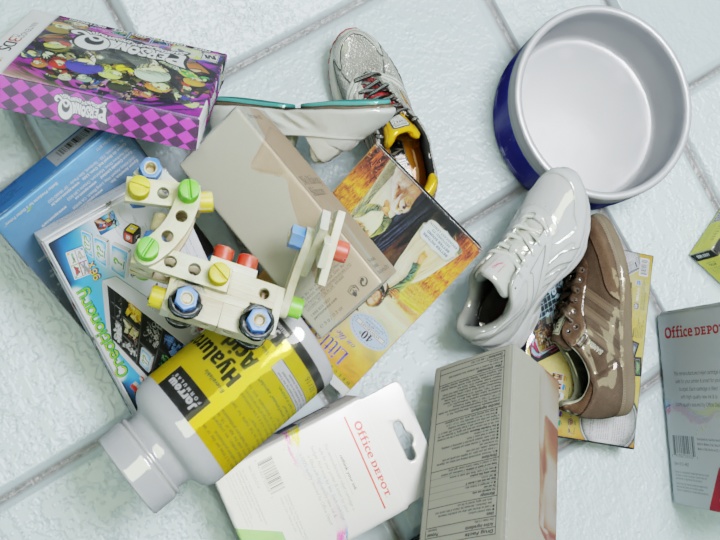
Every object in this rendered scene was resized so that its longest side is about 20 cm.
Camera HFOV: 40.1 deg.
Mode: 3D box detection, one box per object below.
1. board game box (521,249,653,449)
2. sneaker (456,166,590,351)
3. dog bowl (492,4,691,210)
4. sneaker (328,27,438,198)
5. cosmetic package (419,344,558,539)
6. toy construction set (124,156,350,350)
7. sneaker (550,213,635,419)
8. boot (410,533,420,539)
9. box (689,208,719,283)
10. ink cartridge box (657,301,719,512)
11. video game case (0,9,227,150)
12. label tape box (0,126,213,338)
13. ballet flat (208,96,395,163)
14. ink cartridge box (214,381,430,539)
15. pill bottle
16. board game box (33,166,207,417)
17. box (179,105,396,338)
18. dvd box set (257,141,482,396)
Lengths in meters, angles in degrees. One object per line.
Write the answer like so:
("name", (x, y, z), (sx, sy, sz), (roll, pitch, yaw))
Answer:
("board game box", (0.230, 0.074, 1.032), (0.132, 0.035, 0.205), (11, 81, -11))
("sneaker", (0.157, -0.008, 0.960), (0.077, 0.099, 0.203), (29, 101, 31))
("dog bowl", (0.242, -0.168, 1.042), (0.195, 0.079, 0.205), (1, 83, -11))
("sneaker", (0.031, -0.153, 0.994), (0.077, 0.082, 0.203), (-25, 88, -13))
("cosmetic package", (0.122, 0.186, 0.915), (0.087, 0.102, 0.203), (36, 49, -35))
("toy construction set", (-0.109, -0.013, 0.820), (0.196, 0.092, 0.134), (13, 71, 3))
("sneaker", (0.225, 0.045, 0.982), (0.074, 0.070, 0.205), (-5, 83, -7))
("boot", (0.095, 0.342, 0.916), (0.163, 0.066, 0.201), (-26, 67, -30))
("box", (0.461, 0.018, 1.080), (0.199, 0.050, 0.076), (40, 77, -4))
("ink cartridge box", (0.379, 0.137, 0.999), (0.081, 0.146, 0.205), (-2, 84, -13))
("video game case", (-0.229, -0.177, 0.897), (0.196, 0.182, 0.036), (12, 119, -6))
("label tape box", (-0.229, -0.023, 0.922), (0.144, 0.063, 0.202), (-41, 122, -14))
("ballet flat", (-0.058, -0.135, 0.957), (0.196, 0.069, 0.071), (4, 81, 20))
("ink cartridge box", (-0.033, 0.197, 0.945), (0.197, 0.067, 0.119), (-25, 90, -13))
("pill bottle", (-0.129, 0.117, 0.879), (0.199, 0.111, 0.112), (-40, 92, -16))
("board game box", (-0.193, 0.024, 0.899), (0.125, 0.034, 0.203), (-31, 118, -20))
("box", (-0.063, -0.046, 0.895), (0.077, 0.095, 0.201), (-40, 89, 12))
("dvd box set", (0.000, 0.000, 0.956), (0.146, 0.029, 0.200), (44, 100, -2))
